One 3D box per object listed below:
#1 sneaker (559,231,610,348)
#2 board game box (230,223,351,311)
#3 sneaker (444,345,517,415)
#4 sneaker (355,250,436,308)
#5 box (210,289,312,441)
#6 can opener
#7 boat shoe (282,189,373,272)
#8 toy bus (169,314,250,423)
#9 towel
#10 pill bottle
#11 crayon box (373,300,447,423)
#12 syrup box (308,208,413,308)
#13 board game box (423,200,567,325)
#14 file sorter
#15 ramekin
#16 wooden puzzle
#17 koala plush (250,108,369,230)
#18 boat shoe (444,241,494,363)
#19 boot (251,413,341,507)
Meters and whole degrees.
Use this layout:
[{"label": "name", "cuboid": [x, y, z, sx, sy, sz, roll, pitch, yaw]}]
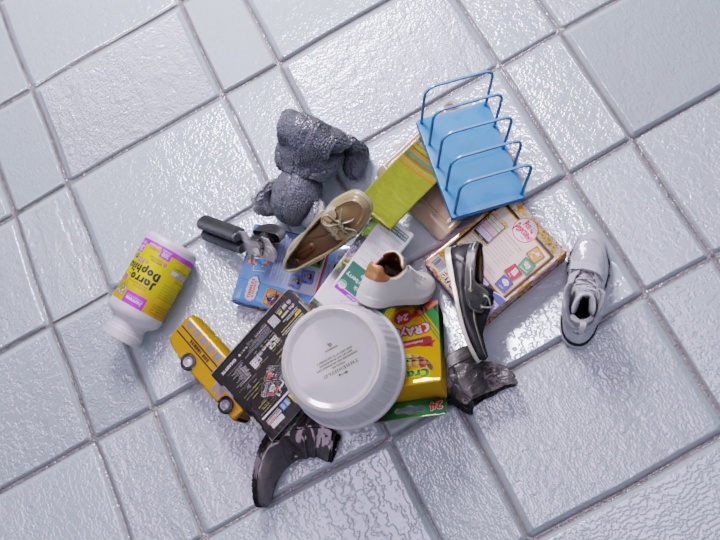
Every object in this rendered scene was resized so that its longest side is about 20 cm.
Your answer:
[{"label": "sneaker", "cuboid": [0.373, 0.022, 1.282, 0.074, 0.115, 0.203, 10, 77, 13]}, {"label": "board game box", "cuboid": [-0.122, 0.010, 1.425, 0.197, 0.037, 0.153, 14, 78, 14]}, {"label": "sneaker", "cuboid": [0.155, 0.202, 1.306, 0.199, 0.060, 0.105, -33, 67, -2]}, {"label": "sneaker", "cuboid": [0.074, 0.009, 1.300, 0.072, 0.199, 0.086, 25, 109, 30]}, {"label": "box", "cuboid": [-0.129, 0.158, 1.312, 0.159, 0.049, 0.200, 41, 88, 14]}, {"label": "can opener", "cuboid": [-0.219, -0.062, 1.433, 0.198, 0.053, 0.066, 15, 45, 34]}, {"label": "boat shoe", "cuboid": [-0.056, -0.060, 1.335, 0.073, 0.063, 0.200, 44, 122, -6]}, {"label": "toy bus", "cuboid": [-0.256, 0.178, 1.393, 0.078, 0.065, 0.200, -45, 71, -5]}, {"label": "towel", "cuboid": [0.080, -0.157, 1.367, 0.086, 0.018, 0.200, 35, 62, 18]}, {"label": "pill bottle", "cuboid": [-0.392, 0.038, 1.437, 0.103, 0.104, 0.202, 25, 81, 16]}, {"label": "crayon box", "cuboid": [0.077, 0.148, 1.291, 0.125, 0.051, 0.202, -11, 46, 13]}, {"label": "syrup box", "cuboid": [0.000, 0.000, 1.356, 0.078, 0.081, 0.201, 37, 74, -2]}, {"label": "board game box", "cuboid": [0.233, -0.018, 1.356, 0.199, 0.046, 0.152, -39, 71, 0]}, {"label": "file sorter", "cuboid": [0.192, -0.215, 1.325, 0.137, 0.123, 0.202, -16, 70, -5]}, {"label": "ramekin", "cuboid": [-0.032, 0.143, 1.216, 0.199, 0.094, 0.205, -4, 76, 15]}, {"label": "wooden puzzle", "cuboid": [0.156, -0.182, 1.426, 0.200, 0.037, 0.185, -44, 72, 2]}, {"label": "koala plush", "cuboid": [-0.105, -0.172, 1.412, 0.176, 0.184, 0.202, 24, 94, 14]}, {"label": "boat shoe", "cuboid": [0.188, 0.050, 1.285, 0.067, 0.072, 0.203, -12, 72, 14]}, {"label": "boot", "cuboid": [-0.106, 0.312, 1.327, 0.130, 0.070, 0.203, 10, 81, 8]}]
